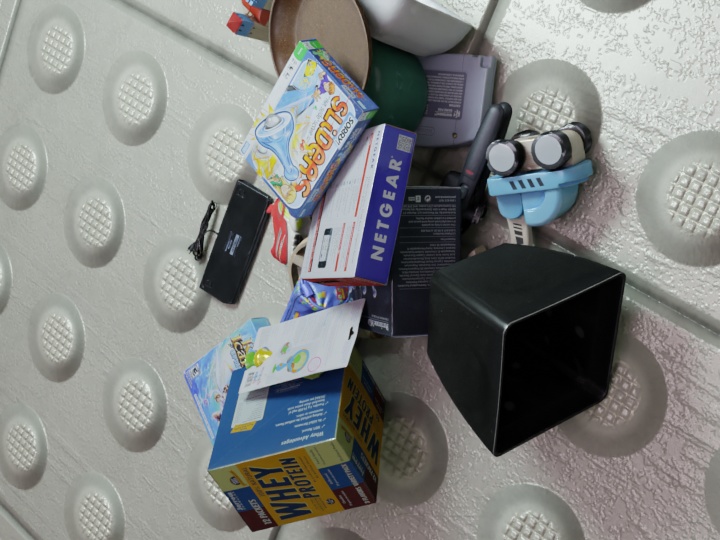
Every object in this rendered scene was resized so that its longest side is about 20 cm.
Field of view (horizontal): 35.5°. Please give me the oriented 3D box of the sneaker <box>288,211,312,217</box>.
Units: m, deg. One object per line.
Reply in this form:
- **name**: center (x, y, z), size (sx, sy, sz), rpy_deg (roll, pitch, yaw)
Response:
- **sneaker**: center (-0.090, -0.148, 1.601), size (0.081, 0.083, 0.201), rpy_deg (-120, 13, -46)

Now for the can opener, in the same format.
- **can opener**: center (0.154, -0.135, 1.519), size (0.078, 0.063, 0.201), rpy_deg (29, 122, 12)

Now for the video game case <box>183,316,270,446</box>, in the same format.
- **video game case**: center (-0.182, 0.206, 1.802), size (0.181, 0.045, 0.201), rpy_deg (-37, 70, 30)

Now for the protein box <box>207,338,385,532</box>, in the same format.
- **protein box**: center (-0.084, 0.231, 1.585), size (0.198, 0.200, 0.135), rpy_deg (-17, 124, 18)

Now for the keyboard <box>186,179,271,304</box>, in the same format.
- **keyboard**: center (-0.219, -0.053, 1.841), size (0.127, 0.021, 0.201), rpy_deg (30, 107, 26)

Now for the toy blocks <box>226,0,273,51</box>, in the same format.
- **toy blocks**: center (-0.129, -0.424, 1.695), size (0.100, 0.136, 0.200), rpy_deg (47, 116, 26)

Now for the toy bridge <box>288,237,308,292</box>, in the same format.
- **toy bridge**: center (-0.071, -0.010, 1.673), size (0.067, 0.027, 0.200), rpy_deg (31, 133, 8)

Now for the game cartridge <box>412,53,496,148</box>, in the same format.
- **game cartridge**: center (0.097, -0.242, 1.596), size (0.199, 0.041, 0.134), rpy_deg (12, 102, 36)

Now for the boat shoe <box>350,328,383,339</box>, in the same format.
- **boat shoe**: center (0.000, 0.000, 1.648), size (0.064, 0.071, 0.201), rpy_deg (0, 92, 36)

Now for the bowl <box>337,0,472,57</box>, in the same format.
- **bowl**: center (0.033, -0.363, 1.537), size (0.200, 0.200, 0.075), rpy_deg (41, 111, 30)

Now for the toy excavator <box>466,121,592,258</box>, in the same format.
- **toy excavator**: center (0.217, -0.081, 1.481), size (0.194, 0.100, 0.201), rpy_deg (-6, 100, 32)

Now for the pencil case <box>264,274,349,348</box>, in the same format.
- **pencil case**: center (-0.084, 0.079, 1.666), size (0.078, 0.087, 0.200), rpy_deg (59, 141, 25)

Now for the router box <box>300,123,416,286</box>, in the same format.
- **router box**: center (-0.006, -0.080, 1.476), size (0.179, 0.049, 0.201), rpy_deg (0, 77, 65)

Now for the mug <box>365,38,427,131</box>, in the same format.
- **mug**: center (-0.011, -0.254, 1.583), size (0.184, 0.114, 0.153), rpy_deg (12, 98, 36)

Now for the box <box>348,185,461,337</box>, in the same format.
- **box**: center (0.058, -0.017, 1.544), size (0.148, 0.107, 0.201), rpy_deg (-172, 81, -66)

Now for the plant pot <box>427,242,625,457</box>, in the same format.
- **plant pot**: center (0.191, 0.077, 1.416), size (0.177, 0.199, 0.201), rpy_deg (37, 138, 44)

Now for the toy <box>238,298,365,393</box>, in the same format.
- **toy**: center (-0.074, 0.115, 1.564), size (0.199, 0.047, 0.115), rpy_deg (-14, 44, 33)

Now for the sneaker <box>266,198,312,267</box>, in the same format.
- **sneaker**: center (-0.108, -0.105, 1.726), size (0.085, 0.077, 0.201), rpy_deg (11, 97, 41)

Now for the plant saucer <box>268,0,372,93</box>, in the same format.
- **plant saucer**: center (-0.046, -0.300, 1.489), size (0.200, 0.037, 0.201), rpy_deg (21, 120, 43)

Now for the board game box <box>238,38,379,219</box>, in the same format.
- **board game box**: center (-0.072, -0.185, 1.490), size (0.135, 0.034, 0.200), rpy_deg (49, 129, 18)
